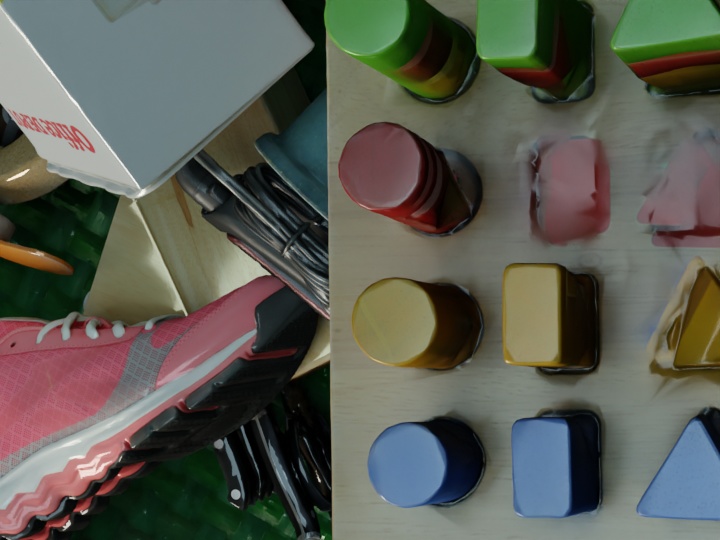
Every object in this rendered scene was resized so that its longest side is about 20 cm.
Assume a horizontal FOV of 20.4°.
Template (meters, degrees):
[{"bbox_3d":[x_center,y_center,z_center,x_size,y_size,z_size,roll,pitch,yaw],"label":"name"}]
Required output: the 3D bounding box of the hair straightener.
[{"bbox_3d":[0.000,0.000,0.722,0.200,0.077,0.041,44,74,9],"label":"hair straightener"}]

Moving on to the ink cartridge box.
[{"bbox_3d":[-0.122,-0.132,0.686,0.083,0.145,0.200,-40,111,-12],"label":"ink cartridge box"}]

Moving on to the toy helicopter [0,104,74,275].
[{"bbox_3d":[-0.172,-0.048,0.854,0.200,0.079,0.133,-20,55,36],"label":"toy helicopter"}]

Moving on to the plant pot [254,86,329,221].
[{"bbox_3d":[0.099,-0.063,0.736,0.200,0.200,0.196,39,95,10],"label":"plant pot"}]

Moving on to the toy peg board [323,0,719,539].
[{"bbox_3d":[0.076,-0.007,0.580,0.200,0.098,0.200,-2,85,17],"label":"toy peg board"}]

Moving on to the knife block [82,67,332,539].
[{"bbox_3d":[-0.017,0.006,0.832,0.175,0.064,0.200,20,99,13],"label":"knife block"}]

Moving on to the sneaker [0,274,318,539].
[{"bbox_3d":[-0.110,0.045,0.793,0.200,0.074,0.087,-33,77,15],"label":"sneaker"}]
